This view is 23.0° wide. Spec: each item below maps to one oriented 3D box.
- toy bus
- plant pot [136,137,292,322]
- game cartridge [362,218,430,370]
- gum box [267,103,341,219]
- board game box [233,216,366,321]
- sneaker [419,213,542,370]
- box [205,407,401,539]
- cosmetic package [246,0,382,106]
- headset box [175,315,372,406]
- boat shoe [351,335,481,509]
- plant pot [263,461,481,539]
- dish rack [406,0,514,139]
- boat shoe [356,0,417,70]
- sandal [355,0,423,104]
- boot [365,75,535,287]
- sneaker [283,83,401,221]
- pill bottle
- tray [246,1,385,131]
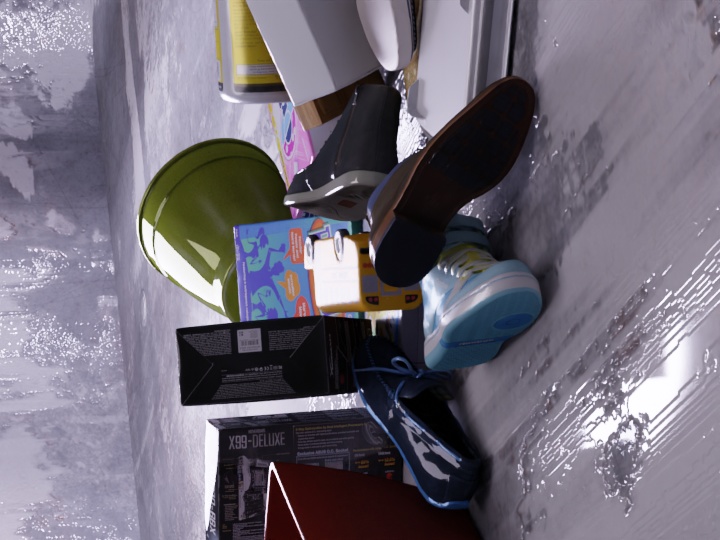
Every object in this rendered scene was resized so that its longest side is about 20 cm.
[{"bbox_3d":[0.000,0.000,1.683,0.200,0.064,0.079,173,93,-73],"label":"toy bus"},{"bbox_3d":[-0.143,-0.026,2.128,0.193,0.198,0.202,47,138,49],"label":"plant pot"},{"bbox_3d":[0.036,0.025,1.736,0.133,0.040,0.203,-172,80,-70],"label":"game cartridge"},{"bbox_3d":[-0.051,-0.162,1.958,0.114,0.065,0.201,108,154,-49],"label":"gum box"},{"bbox_3d":[-0.054,0.020,1.882,0.199,0.045,0.154,-5,89,48],"label":"board game box"},{"bbox_3d":[0.088,-0.003,1.467,0.200,0.079,0.132,129,135,-66],"label":"sneaker"},{"bbox_3d":[-0.057,0.224,1.788,0.050,0.198,0.160,-158,66,-68],"label":"box"},{"bbox_3d":[-0.047,-0.274,1.701,0.081,0.112,0.202,-10,106,52],"label":"cosmetic package"},{"bbox_3d":[-0.074,0.086,1.701,0.200,0.147,0.076,10,-105,-76],"label":"headset box"},{"bbox_3d":[0.062,0.125,1.610,0.200,0.084,0.069,53,131,34],"label":"boat shoe"},{"bbox_3d":[0.019,0.299,1.573,0.200,0.174,0.202,-123,34,-60],"label":"plant pot"},{"bbox_3d":[0.082,-0.192,1.529,0.172,0.043,0.202,-126,38,-65],"label":"dish rack"},{"bbox_3d":[0.044,-0.287,1.595,0.075,0.092,0.202,29,135,55],"label":"boat shoe"},{"bbox_3d":[0.028,-0.250,1.660,0.078,0.069,0.214,142,125,-71],"label":"sandal"},{"bbox_3d":[0.064,-0.090,1.455,0.201,0.074,0.097,-53,27,16],"label":"boot"},{"bbox_3d":[-0.010,-0.113,1.743,0.199,0.074,0.107,-15,63,62],"label":"sneaker"},{"bbox_3d":[-0.099,-0.279,1.841,0.112,0.111,0.202,-146,51,-71],"label":"pill bottle"},{"bbox_3d":[-0.054,-0.253,1.766,0.037,0.098,0.202,-14,103,51],"label":"tray"}]
